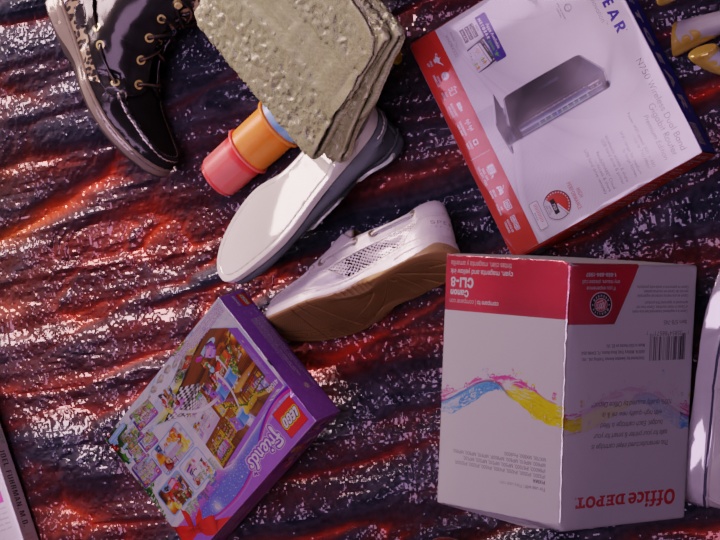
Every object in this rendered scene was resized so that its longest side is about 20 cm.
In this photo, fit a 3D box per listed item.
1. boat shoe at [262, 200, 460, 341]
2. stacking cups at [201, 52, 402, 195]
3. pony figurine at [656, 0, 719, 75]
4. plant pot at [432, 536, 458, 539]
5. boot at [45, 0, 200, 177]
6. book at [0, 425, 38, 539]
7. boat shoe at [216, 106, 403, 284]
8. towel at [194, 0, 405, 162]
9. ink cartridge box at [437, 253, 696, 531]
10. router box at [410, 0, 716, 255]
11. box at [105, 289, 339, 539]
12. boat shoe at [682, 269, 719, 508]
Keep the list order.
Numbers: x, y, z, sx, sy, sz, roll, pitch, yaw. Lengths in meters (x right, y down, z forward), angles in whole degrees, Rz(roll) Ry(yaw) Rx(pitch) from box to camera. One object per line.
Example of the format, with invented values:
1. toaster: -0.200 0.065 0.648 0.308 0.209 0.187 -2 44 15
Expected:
1. boat shoe: 0.000 0.000 1.730 0.199 0.071 0.070 -24 55 30
2. stacking cups: -0.058 -0.140 1.750 0.200 0.060 0.061 -38 76 19
3. pony figurine: 0.326 -0.229 1.551 0.198 0.167 0.194 3 124 20
4. plant pot: -0.001 0.331 1.670 0.194 0.200 0.202 -14 85 30
5. boot: -0.177 -0.200 1.799 0.150 0.073 0.201 -34 72 20
6. book: -0.382 0.197 1.905 0.133 0.048 0.201 -20 84 21
7. boat shoe: -0.041 -0.057 1.740 0.200 0.062 0.073 -48 43 14
8. towel: -0.051 -0.199 1.687 0.200 0.036 0.149 47 126 24
9. ink cartridge box: 0.158 0.091 1.591 0.144 0.145 0.202 4 92 50
10. router box: 0.161 -0.139 1.661 0.179 0.049 0.201 -30 79 21
11. box: -0.122 0.133 1.767 0.137 0.039 0.200 51 123 15
12. boat shoe: 0.295 0.089 1.596 0.065 0.072 0.202 9 95 18
